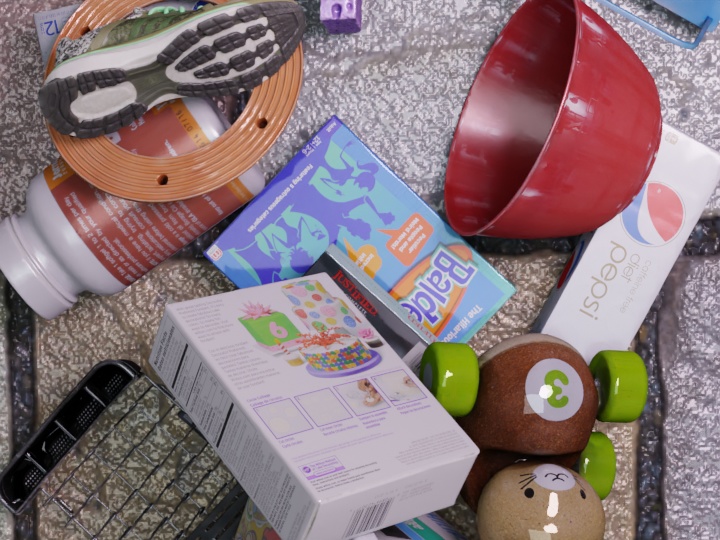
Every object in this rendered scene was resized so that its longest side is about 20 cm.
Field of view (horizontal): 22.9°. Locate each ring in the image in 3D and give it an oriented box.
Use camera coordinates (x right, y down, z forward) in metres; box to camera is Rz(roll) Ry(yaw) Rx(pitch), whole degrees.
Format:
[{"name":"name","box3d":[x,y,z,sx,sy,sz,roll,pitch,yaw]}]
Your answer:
[{"name":"ring","box3d":[-0.138,-0.141,1.316,0.200,0.019,0.201,-4,70,10]}]

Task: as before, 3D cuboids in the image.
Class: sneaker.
[{"name":"sneaker","box3d":[-0.140,-0.170,1.285,0.200,0.077,0.089,-17,50,0]}]

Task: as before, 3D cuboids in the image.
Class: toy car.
[{"name":"toy car","box3d":[0.132,0.159,1.280,0.164,0.200,0.158,3,126,-16]}]

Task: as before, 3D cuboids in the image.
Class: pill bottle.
[{"name":"pill bottle","box3d":[-0.183,-0.053,1.370,0.200,0.112,0.112,-35,92,2]}]

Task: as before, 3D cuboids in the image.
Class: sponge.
[{"name":"sponge","box3d":[-0.014,-0.285,1.355,0.030,0.112,0.200,0,93,3]}]

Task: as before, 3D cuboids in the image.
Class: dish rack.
[{"name":"dish rack","box3d":[-0.166,0.178,1.401,0.200,0.055,0.153,42,104,-2]}]

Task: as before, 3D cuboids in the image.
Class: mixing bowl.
[{"name":"mixing bowl","box3d":[0.156,-0.103,1.334,0.108,0.200,0.200,20,93,-17]}]

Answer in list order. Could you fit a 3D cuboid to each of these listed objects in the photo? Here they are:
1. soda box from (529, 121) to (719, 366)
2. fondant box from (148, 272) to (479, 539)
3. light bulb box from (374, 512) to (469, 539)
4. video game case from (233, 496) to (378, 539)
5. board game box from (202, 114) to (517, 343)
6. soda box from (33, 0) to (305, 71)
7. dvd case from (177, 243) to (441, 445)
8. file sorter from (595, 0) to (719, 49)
[{"name":"soda box","box3d":[0.208,-0.016,1.390,0.068,0.064,0.200,28,94,-2]},{"name":"fondant box","box3d":[-0.035,0.094,1.246,0.200,0.144,0.058,49,134,32]},{"name":"light bulb box","box3d":[0.013,0.291,1.326,0.125,0.198,0.200,14,97,-26]},{"name":"video game case","box3d":[-0.049,0.226,1.297,0.023,0.200,0.182,10,113,-25]},{"name":"board game box","box3d":[0.000,0.000,1.403,0.200,0.045,0.152,43,94,-2]},{"name":"soda box","box3d":[-0.147,-0.184,1.384,0.200,0.063,0.068,-13,86,2]},{"name":"dvd case","box3d":[-0.031,0.095,1.385,0.146,0.022,0.200,42,117,-1]},{"name":"file sorter","box3d":[0.243,-0.282,1.300,0.139,0.123,0.200,30,115,5]}]
